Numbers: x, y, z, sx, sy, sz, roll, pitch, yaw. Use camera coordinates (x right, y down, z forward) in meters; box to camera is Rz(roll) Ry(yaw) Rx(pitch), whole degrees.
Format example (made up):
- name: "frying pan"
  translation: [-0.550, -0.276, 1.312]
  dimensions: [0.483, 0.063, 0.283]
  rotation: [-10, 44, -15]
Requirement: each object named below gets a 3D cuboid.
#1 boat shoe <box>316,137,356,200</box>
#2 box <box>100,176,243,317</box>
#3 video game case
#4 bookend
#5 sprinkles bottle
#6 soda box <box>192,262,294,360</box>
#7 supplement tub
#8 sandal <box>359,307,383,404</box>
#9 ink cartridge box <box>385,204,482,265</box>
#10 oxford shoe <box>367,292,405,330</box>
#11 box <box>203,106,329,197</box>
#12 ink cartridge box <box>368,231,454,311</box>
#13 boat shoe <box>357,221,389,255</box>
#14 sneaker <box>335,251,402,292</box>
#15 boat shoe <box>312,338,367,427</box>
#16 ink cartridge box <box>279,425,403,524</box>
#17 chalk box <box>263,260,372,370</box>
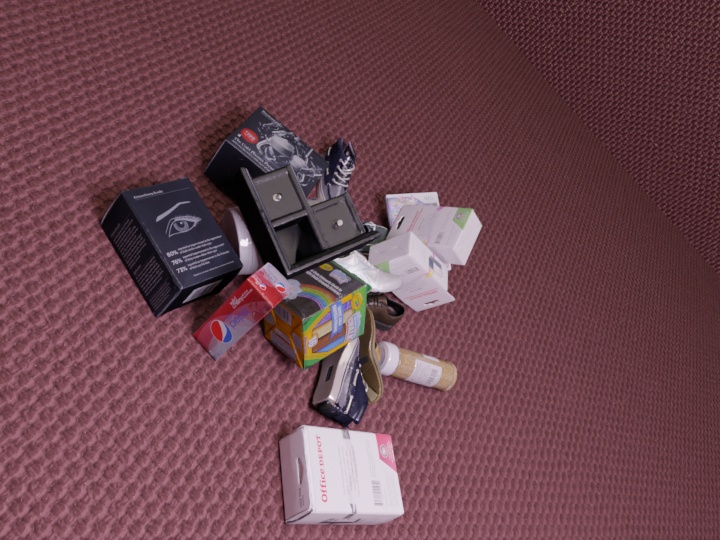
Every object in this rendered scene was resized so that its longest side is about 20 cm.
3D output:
- name: "boat shoe"
  translation: [-0.052, -0.223, 1.594]
  dimensions: [0.074, 0.093, 0.201]
  rotation: [16, 50, -35]
- name: "box"
  translation: [-0.328, -0.045, 1.177]
  dimensions: [0.148, 0.104, 0.201]
  rotation: [-23, 77, -50]
- name: "video game case"
  translation: [0.140, -0.091, 1.655]
  dimensions: [0.142, 0.018, 0.202]
  rotation: [-6, 79, -21]
- name: "bookend"
  translation: [-0.099, -0.106, 1.208]
  dimensions: [0.199, 0.092, 0.200]
  rotation: [-23, 88, -27]
- name: "sprinkles bottle"
  translation: [0.115, 0.207, 1.442]
  dimensions: [0.199, 0.068, 0.069]
  rotation: [21, 47, -33]
- name: "soda box"
  translation: [-0.200, 0.071, 1.135]
  dimensions: [0.063, 0.200, 0.070]
  rotation: [47, 38, -2]
- name: "supplement tub"
  translation: [-0.154, -0.067, 1.299]
  dimensions: [0.198, 0.132, 0.133]
  rotation: [-8, 64, -24]
- name: "sandal"
  translation: [0.013, 0.174, 1.368]
  dimensions: [0.054, 0.080, 0.202]
  rotation: [26, 46, -52]
- name: "ink cartridge box"
  translation: [0.170, -0.087, 1.584]
  dimensions: [0.067, 0.199, 0.118]
  rotation: [48, 62, -43]
- name: "oxford shoe"
  translation: [0.012, 0.066, 1.440]
  dimensions: [0.199, 0.084, 0.073]
  rotation: [16, 52, -34]
- name: "box"
  translation: [-0.194, -0.218, 1.431]
  dimensions: [0.200, 0.104, 0.183]
  rotation: [39, 37, -10]
- name: "ink cartridge box"
  translation: [0.120, 0.007, 1.527]
  dimensions: [0.200, 0.116, 0.068]
  rotation: [42, 42, -38]
- name: "boat shoe"
  translation: [0.013, -0.079, 1.570]
  dimensions: [0.199, 0.062, 0.073]
  rotation: [-12, 67, -49]
- name: "sneaker"
  translation: [0.000, 0.000, 1.411]
  dimensions: [0.199, 0.070, 0.081]
  rotation: [9, 94, -20]
- name: "boat shoe"
  translation: [-0.024, 0.206, 1.303]
  dimensions: [0.093, 0.074, 0.201]
  rotation: [42, 46, -24]
- name: "ink cartridge box"
  translation: [-0.034, 0.358, 1.166]
  dimensions: [0.199, 0.085, 0.147]
  rotation: [18, 49, -37]
- name: "chalk box"
  translation: [-0.068, 0.067, 1.262]
  dimensions: [0.199, 0.125, 0.125]
  rotation: [-26, 46, -35]
